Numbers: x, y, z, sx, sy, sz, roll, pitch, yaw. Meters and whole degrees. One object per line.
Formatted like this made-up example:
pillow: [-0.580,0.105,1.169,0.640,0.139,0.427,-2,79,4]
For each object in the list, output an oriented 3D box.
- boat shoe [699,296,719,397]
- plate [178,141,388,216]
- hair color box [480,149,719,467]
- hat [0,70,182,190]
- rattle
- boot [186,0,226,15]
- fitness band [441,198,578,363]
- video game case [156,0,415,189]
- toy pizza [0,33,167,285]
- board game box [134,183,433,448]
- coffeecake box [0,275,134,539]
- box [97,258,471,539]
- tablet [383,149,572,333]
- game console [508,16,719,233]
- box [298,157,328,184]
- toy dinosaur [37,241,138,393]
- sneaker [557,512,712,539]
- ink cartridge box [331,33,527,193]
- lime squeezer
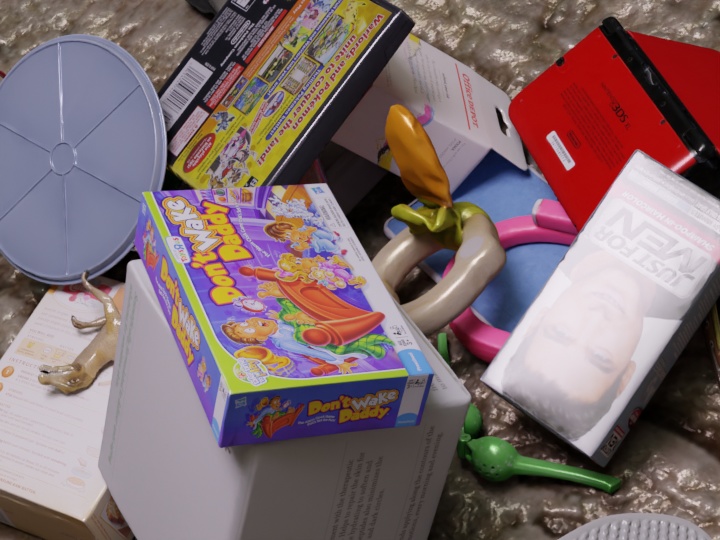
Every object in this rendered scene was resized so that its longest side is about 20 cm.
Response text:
boat shoe: [0.284,0.072,1.252,0.071,0.068,0.201,-21,50,0]
plate: [-0.081,-0.100,1.528,0.199,0.032,0.200,30,66,34]
hair color box: [0.185,0.027,1.251,0.099,0.061,0.201,34,88,21]
hat: [-0.267,-0.113,1.472,0.199,0.176,0.166,-10,34,44]
rattle: [0.000,0.000,1.320,0.199,0.143,0.131,-33,46,11]
boot: [-0.107,-0.284,1.608,0.067,0.131,0.200,-28,47,-31]
fitness band: [0.157,0.018,1.340,0.199,0.038,0.144,16,59,28]
video game case: [-0.073,-0.146,1.361,0.200,0.025,0.181,-53,45,-1]
toy pizza: [-0.230,-0.088,1.411,0.199,0.032,0.202,-3,84,31]
board game box: [-0.054,0.023,1.125,0.134,0.045,0.200,-4,40,-23]
coffeecake box: [-0.212,0.109,1.376,0.153,0.073,0.201,15,59,27]
box: [-0.061,0.114,1.211,0.170,0.200,0.200,-10,42,-30]
tablet: [0.123,-0.017,1.410,0.130,0.014,0.200,-36,52,-12]
game console: [0.238,-0.102,1.400,0.172,0.119,0.200,-39,38,13]
box: [-0.081,-0.075,1.426,0.102,0.095,0.201,-20,50,3]
toy dinosaur: [-0.154,0.033,1.349,0.199,0.058,0.102,-23,64,8]
sneaker: [0.146,0.221,1.181,0.199,0.080,0.079,-9,52,-22]
ink cartridge box: [0.037,-0.136,1.444,0.068,0.199,0.117,-48,29,31]
lime squeezer: [0.097,0.113,1.299,0.071,0.038,0.200,-39,51,-14]
